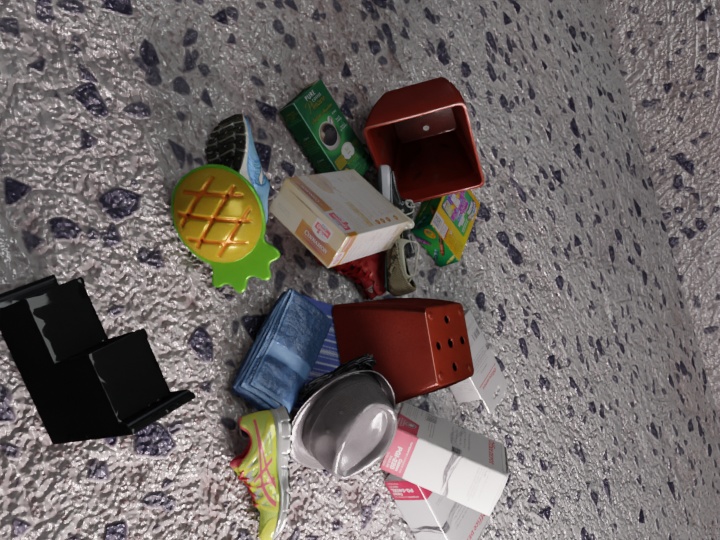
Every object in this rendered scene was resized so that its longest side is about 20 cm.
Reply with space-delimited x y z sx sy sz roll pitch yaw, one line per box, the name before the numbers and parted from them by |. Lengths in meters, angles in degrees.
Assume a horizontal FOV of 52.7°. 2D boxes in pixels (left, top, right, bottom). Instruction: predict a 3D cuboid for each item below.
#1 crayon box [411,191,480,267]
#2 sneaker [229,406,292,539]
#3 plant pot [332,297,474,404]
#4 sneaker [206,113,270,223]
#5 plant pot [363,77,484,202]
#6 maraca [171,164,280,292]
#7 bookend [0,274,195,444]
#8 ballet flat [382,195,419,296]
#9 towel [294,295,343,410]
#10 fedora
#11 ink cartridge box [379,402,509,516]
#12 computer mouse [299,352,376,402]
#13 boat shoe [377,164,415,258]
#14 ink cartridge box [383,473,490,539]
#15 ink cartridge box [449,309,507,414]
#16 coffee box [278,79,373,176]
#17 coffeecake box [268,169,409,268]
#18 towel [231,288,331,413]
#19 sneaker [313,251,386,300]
crayon box | 0.195 -0.121 1.636 0.119 0.058 0.200 50 45 -26
sneaker | -0.152 0.305 1.091 0.090 0.078 0.200 2 84 -15
plant pot | 0.091 0.142 1.319 0.200 0.176 0.200 -3 82 -54
sneaker | -0.195 -0.159 1.208 0.090 0.078 0.200 4 78 -66
plant pot | 0.129 -0.278 1.482 0.176 0.199 0.200 -88 161 -47
maraca | -0.206 -0.064 1.108 0.200 0.137 0.107 64 6 -10
bookend | -0.322 0.091 0.859 0.092 0.199 0.200 -29 99 -47
ballet flat | 0.074 -0.053 1.368 0.068 0.075 0.200 -14 95 -69
towel | -0.074 0.148 1.268 0.145 0.024 0.200 20 64 -46
fedora | -0.014 0.259 1.156 0.200 0.090 0.177 -49 126 0
ink cartridge box | 0.145 0.318 1.244 0.146 0.200 0.085 -34 144 -78
computer mouse | -0.025 0.233 1.227 0.138 0.053 0.200 -26 123 -18
boat shoe | 0.076 -0.115 1.439 0.074 0.068 0.200 -108 -171 -73
ink cartridge box | 0.149 0.430 1.373 0.145 0.083 0.200 -41 108 -48
ink cartridge box | 0.230 0.200 1.558 0.116 0.067 0.200 -43 109 -47
coffee box | -0.063 -0.254 1.397 0.200 0.044 0.123 55 41 -21
coffeecake box | -0.033 -0.096 1.264 0.154 0.073 0.200 45 31 18
towel | -0.121 0.134 1.170 0.112 0.049 0.200 40 55 -23
sneaker | 0.000 0.000 1.357 0.200 0.078 0.116 -11 84 -49
